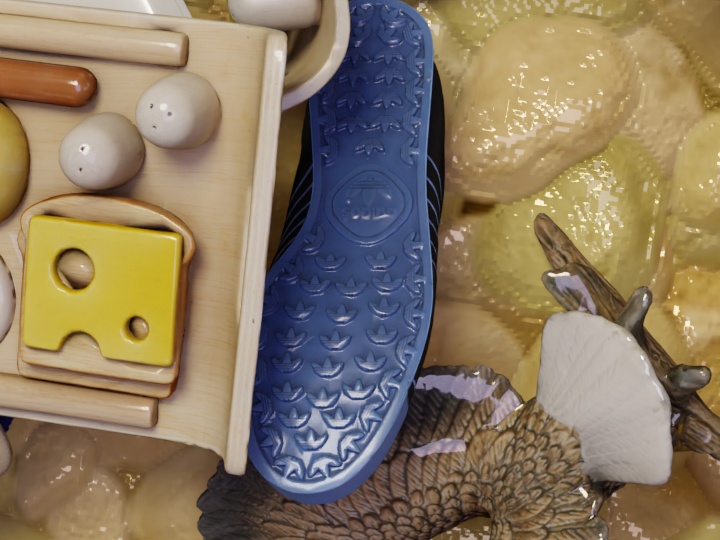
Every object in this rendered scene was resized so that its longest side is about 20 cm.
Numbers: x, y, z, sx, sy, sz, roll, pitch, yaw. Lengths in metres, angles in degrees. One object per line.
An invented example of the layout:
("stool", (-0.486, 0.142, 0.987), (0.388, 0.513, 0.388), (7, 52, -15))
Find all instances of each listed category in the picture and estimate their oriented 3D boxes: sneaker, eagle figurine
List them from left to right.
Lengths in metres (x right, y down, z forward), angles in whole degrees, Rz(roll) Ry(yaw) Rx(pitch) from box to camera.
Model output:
("sneaker", (0.000, 0.000, 0.747), (0.069, 0.078, 0.202), (6, 64, 10))
("eagle figurine", (0.050, 0.099, 0.775), (0.199, 0.152, 0.151), (-39, 119, -4))

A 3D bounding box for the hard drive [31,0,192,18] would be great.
("hard drive", (-0.131, -0.102, 0.736), (0.132, 0.027, 0.201), (-33, 83, 38))

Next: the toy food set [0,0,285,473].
("toy food set", (-0.125, -0.016, 0.661), (0.198, 0.060, 0.145), (8, 101, 11))

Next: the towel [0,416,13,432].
("towel", (-0.220, 0.056, 0.797), (0.147, 0.050, 0.201), (28, 96, -10))

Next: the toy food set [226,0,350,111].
("toy food set", (-0.058, -0.157, 0.729), (0.060, 0.143, 0.202), (-11, 98, -11))

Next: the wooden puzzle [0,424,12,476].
("wooden puzzle", (-0.254, 0.035, 0.745), (0.199, 0.046, 0.186), (-27, 100, 4))
